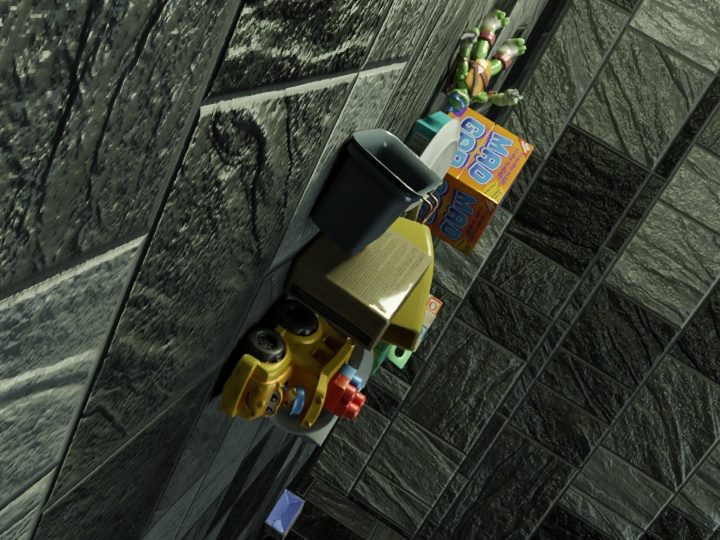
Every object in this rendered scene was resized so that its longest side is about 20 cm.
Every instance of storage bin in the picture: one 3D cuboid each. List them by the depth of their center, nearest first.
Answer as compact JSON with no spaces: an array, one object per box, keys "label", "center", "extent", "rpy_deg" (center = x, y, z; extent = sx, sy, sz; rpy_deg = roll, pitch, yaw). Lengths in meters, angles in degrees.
[{"label":"storage bin","center":[0.024,-0.101,1.186],"extent":[0.135,0.145,0.200],"rpy_deg":[-50,176,20]}]

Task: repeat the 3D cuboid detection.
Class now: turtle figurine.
[{"label":"turtle figurine","center":[0.243,-0.376,1.495],"extent":[0.195,0.143,0.201],"rpy_deg":[-59,177,-28]}]

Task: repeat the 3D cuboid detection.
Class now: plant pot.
[{"label":"plant pot","center":[0.039,0.007,1.517],"extent":[0.194,0.193,0.203],"rpy_deg":[92,16,-75]}]

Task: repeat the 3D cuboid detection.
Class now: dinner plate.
[{"label":"dinner plate","center":[0.137,-0.191,1.556],"extent":[0.201,0.024,0.201],"rpy_deg":[-53,165,-20]}]

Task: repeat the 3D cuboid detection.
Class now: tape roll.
[{"label":"tape roll","center":[-0.066,0.199,1.631],"extent":[0.201,0.037,0.204],"rpy_deg":[-28,-148,19]}]

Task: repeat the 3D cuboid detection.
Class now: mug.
[{"label":"mug","center":[-0.091,0.163,1.475],"extent":[0.175,0.145,0.203],"rpy_deg":[-51,141,-76]}]

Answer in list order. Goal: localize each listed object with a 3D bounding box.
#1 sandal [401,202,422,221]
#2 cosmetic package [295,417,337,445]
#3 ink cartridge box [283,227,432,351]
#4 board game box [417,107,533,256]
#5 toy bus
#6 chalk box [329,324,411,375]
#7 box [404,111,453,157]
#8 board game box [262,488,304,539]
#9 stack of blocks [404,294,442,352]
[{"label":"sandal","center":[0.083,-0.135,1.686],"extent":[0.054,0.079,0.202],"rpy_deg":[-99,-149,-71]},{"label":"cosmetic package","center":[-0.121,0.310,1.778],"extent":[0.082,0.112,0.200],"rpy_deg":[-56,-179,-15]},{"label":"ink cartridge box","center":[0.000,0.005,1.282],"extent":[0.200,0.164,0.076],"rpy_deg":[-49,170,-51]},{"label":"board game box","center":[0.229,-0.203,1.856],"extent":[0.201,0.198,0.201],"rpy_deg":[-54,172,-33]},{"label":"toy bus","center":[-0.087,0.164,1.238],"extent":[0.200,0.191,0.137],"rpy_deg":[-45,167,-55]},{"label":"chalk box","center":[0.021,0.126,1.760],"extent":[0.125,0.198,0.124],"rpy_deg":[-54,171,-32]},{"label":"box","center":[0.133,-0.251,1.601],"extent":[0.083,0.049,0.200],"rpy_deg":[-61,172,22]},{"label":"board game box","center":[-0.314,1.002,3.400],"extent":[0.160,0.096,0.201],"rpy_deg":[-55,172,-27]},{"label":"stack of blocks","center":[0.049,0.060,1.659],"extent":[0.116,0.199,0.059],"rpy_deg":[-59,-168,-8]}]
